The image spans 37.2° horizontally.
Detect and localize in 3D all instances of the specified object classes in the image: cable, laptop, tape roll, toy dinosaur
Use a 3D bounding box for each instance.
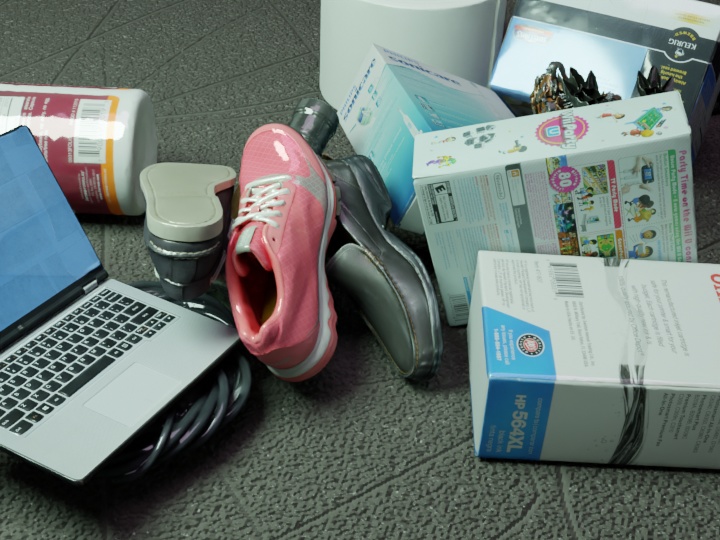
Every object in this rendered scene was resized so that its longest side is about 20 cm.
[{"bbox_3d":[-0.157,0.079,0.768,0.163,0.051,0.200,-4,33,-18],"label":"cable"},{"bbox_3d":[-0.206,0.012,0.708,0.200,0.116,0.187,20,35,20],"label":"laptop"},{"bbox_3d":[0.055,-0.261,1.168,0.202,0.139,0.203,1,35,-1],"label":"tape roll"},{"bbox_3d":[0.210,-0.108,0.937,0.102,0.136,0.200,-26,68,-29],"label":"toy dinosaur"}]

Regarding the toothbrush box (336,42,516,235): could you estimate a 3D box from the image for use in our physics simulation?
[{"bbox_3d":[0.079,-0.107,0.959,0.146,0.085,0.200,15,30,-29],"label":"toothbrush box"}]

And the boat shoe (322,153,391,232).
[{"bbox_3d":[-0.036,-0.076,0.967,0.071,0.065,0.200,-24,44,-31],"label":"boat shoe"}]

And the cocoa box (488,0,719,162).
[{"bbox_3d":[0.251,-0.200,1.063,0.200,0.131,0.133,20,-1,22],"label":"cocoa box"}]

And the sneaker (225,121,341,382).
[{"bbox_3d":[-0.060,-0.025,0.771,0.074,0.087,0.200,-14,69,21],"label":"sneaker"}]

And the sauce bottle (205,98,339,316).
[{"bbox_3d":[-0.072,-0.056,0.882,0.065,0.065,0.200,17,62,18],"label":"sauce bottle"}]

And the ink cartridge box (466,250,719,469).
[{"bbox_3d":[0.182,0.063,0.772,0.200,0.084,0.146,4,36,0],"label":"ink cartridge box"}]

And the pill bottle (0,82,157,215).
[{"bbox_3d":[-0.291,-0.109,0.955,0.200,0.114,0.114,3,36,1],"label":"pill bottle"}]

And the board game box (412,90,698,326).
[{"bbox_3d":[0.152,-0.044,0.823,0.200,0.148,0.064,-8,38,11],"label":"board game box"}]

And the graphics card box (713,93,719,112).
[{"bbox_3d":[0.364,-0.226,1.214,0.200,0.051,0.126,-9,37,-14],"label":"graphics card box"}]

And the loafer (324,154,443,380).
[{"bbox_3d":[0.000,0.000,0.825,0.072,0.073,0.200,-8,57,-30],"label":"loafer"}]

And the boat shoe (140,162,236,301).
[{"bbox_3d":[-0.130,-0.036,0.801,0.073,0.063,0.200,1,19,-7],"label":"boat shoe"}]
